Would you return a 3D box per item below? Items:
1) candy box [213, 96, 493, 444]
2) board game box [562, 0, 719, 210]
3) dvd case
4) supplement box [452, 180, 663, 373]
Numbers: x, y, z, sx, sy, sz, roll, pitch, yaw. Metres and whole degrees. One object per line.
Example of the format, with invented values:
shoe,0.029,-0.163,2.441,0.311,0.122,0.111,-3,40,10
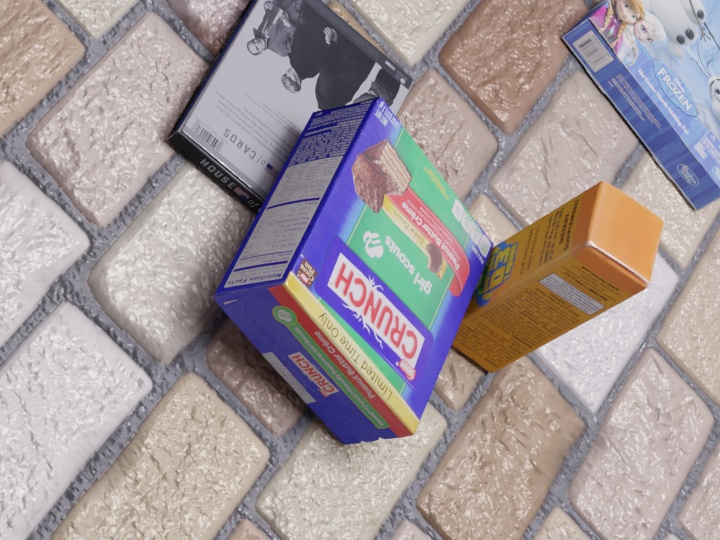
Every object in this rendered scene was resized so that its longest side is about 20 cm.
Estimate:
candy box,0.000,0.000,1.677,0.169,0.077,0.200,50,47,-29
board game box,0.302,-0.187,2.050,0.200,0.043,0.199,51,46,-6
dvd case,-0.051,-0.126,1.757,0.150,0.025,0.200,40,51,-16
supplement box,0.142,0.007,1.724,0.069,0.200,0.067,30,53,-19
